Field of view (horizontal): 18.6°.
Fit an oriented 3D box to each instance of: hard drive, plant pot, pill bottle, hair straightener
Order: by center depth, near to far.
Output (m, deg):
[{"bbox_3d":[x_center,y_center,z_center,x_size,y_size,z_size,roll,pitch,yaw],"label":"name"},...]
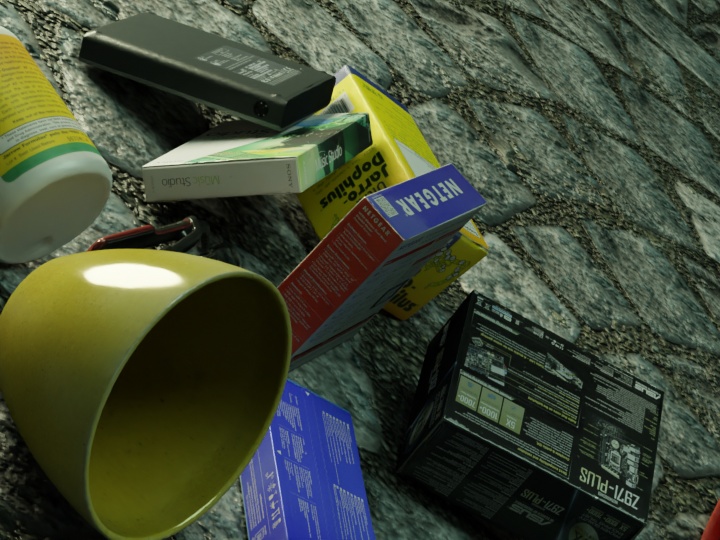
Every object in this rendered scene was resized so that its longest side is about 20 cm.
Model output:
[{"bbox_3d":[-0.165,0.065,1.481,0.142,0.200,0.200,27,13,30],"label":"plant pot"},{"bbox_3d":[-0.282,-0.113,1.646,0.200,0.113,0.113,53,25,21],"label":"pill bottle"},{"bbox_3d":[-0.151,-0.001,1.775,0.077,0.041,0.200,48,19,10],"label":"hair straightener"},{"bbox_3d":[-0.137,-0.183,1.990,0.200,0.033,0.140,20,20,13],"label":"hard drive"}]

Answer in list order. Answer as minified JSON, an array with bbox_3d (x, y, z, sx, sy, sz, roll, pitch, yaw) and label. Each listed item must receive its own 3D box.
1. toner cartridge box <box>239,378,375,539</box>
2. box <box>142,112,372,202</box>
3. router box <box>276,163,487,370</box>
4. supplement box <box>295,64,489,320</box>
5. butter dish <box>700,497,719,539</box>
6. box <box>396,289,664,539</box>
[{"bbox_3d":[-0.042,0.166,1.653,0.095,0.043,0.200,32,27,-28],"label":"toner cartridge box"},{"bbox_3d":[-0.087,-0.101,1.918,0.200,0.144,0.036,-43,128,-66],"label":"box"},{"bbox_3d":[0.000,0.000,1.827,0.049,0.180,0.200,48,23,8],"label":"router box"},{"bbox_3d":[0.014,-0.072,2.040,0.109,0.109,0.200,32,24,-50],"label":"supplement box"},{"bbox_3d":[0.447,0.275,2.128,0.200,0.148,0.199,45,23,3],"label":"butter dish"},{"bbox_3d":[0.148,0.137,1.869,0.200,0.086,0.164,28,41,-11],"label":"box"}]
